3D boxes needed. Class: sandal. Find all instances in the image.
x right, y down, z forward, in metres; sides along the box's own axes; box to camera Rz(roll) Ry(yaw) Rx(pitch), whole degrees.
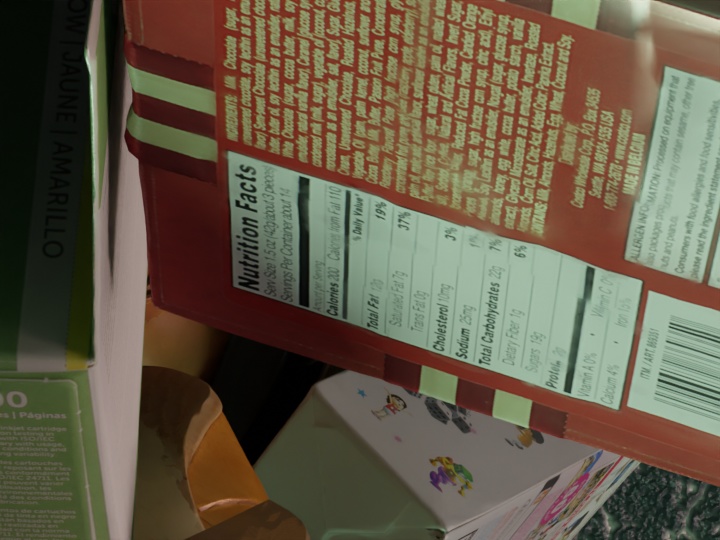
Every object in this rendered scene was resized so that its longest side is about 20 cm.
[{"bbox_3d":[0.000,0.000,0.870,0.075,0.045,0.201,-18,132,-66],"label":"sandal"}]

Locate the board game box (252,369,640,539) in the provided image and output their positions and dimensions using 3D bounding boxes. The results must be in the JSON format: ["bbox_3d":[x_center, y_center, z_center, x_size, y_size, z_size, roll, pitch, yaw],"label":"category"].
[{"bbox_3d":[0.011,0.088,0.947,0.148,0.064,0.200,-52,165,25],"label":"board game box"}]

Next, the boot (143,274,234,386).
[{"bbox_3d":[-0.033,-0.052,0.898,0.155,0.073,0.201,83,23,-64],"label":"boot"}]

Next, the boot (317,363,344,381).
[{"bbox_3d":[-0.028,0.052,0.980,0.200,0.073,0.076,-57,136,-21],"label":"boot"}]

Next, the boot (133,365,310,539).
[{"bbox_3d":[-0.042,0.113,0.779,0.201,0.071,0.145,32,-41,63],"label":"boot"}]

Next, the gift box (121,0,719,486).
[{"bbox_3d":[0.071,-0.075,0.610,0.185,0.199,0.187,99,11,-59],"label":"gift box"}]

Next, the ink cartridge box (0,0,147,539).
[{"bbox_3d":[-0.071,-0.037,0.656,0.200,0.048,0.146,90,0,-54],"label":"ink cartridge box"}]
